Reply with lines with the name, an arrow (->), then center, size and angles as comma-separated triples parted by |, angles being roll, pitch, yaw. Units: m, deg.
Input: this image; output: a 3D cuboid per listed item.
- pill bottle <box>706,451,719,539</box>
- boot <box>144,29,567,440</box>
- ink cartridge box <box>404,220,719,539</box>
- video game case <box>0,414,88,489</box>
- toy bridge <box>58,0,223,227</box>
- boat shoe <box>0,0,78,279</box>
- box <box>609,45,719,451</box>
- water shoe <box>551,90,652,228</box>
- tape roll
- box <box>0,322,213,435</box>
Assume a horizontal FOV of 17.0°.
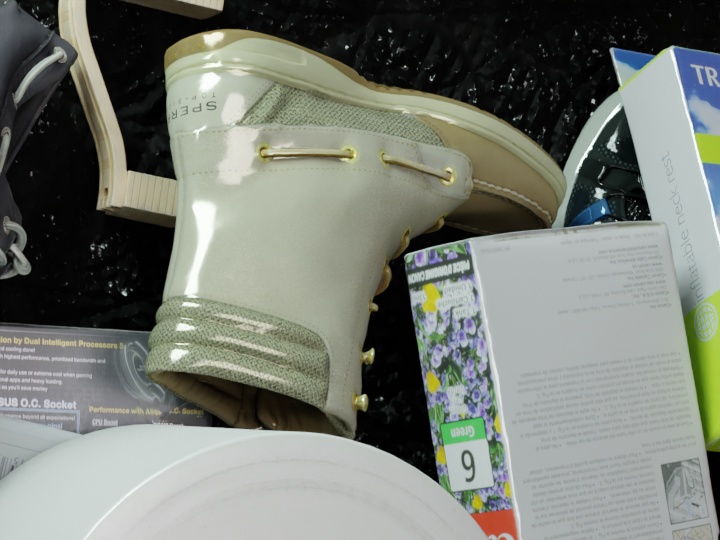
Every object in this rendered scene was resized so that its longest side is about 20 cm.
pill bottle -> 0.230, 0.124, 1.100 | 0.200, 0.112, 0.112 | 3, 86, -24
boot -> 0.000, 0.000, 0.997 | 0.200, 0.072, 0.155 | 18, 66, -35
ink cartridge box -> 0.087, 0.084, 0.974 | 0.109, 0.050, 0.200 | -5, 85, -37
video game case -> -0.102, 0.160, 0.940 | 0.200, 0.023, 0.182 | 17, 80, -25
toy bridge -> -0.090, -0.122, 1.012 | 0.067, 0.027, 0.200 | 11, 82, -23
boat shoe -> -0.148, -0.025, 0.927 | 0.063, 0.073, 0.200 | 23, 50, -23
box -> 0.187, -0.016, 1.059 | 0.122, 0.048, 0.200 | 7, 60, -30
water shoe -> 0.124, 0.011, 1.075 | 0.071, 0.079, 0.200 | 19, 79, -23
tape roll -> -0.054, 0.157, 0.874 | 0.202, 0.139, 0.203 | 1, 88, -27
box -> -0.160, 0.098, 0.955 | 0.200, 0.050, 0.158 | 3, 85, -25
